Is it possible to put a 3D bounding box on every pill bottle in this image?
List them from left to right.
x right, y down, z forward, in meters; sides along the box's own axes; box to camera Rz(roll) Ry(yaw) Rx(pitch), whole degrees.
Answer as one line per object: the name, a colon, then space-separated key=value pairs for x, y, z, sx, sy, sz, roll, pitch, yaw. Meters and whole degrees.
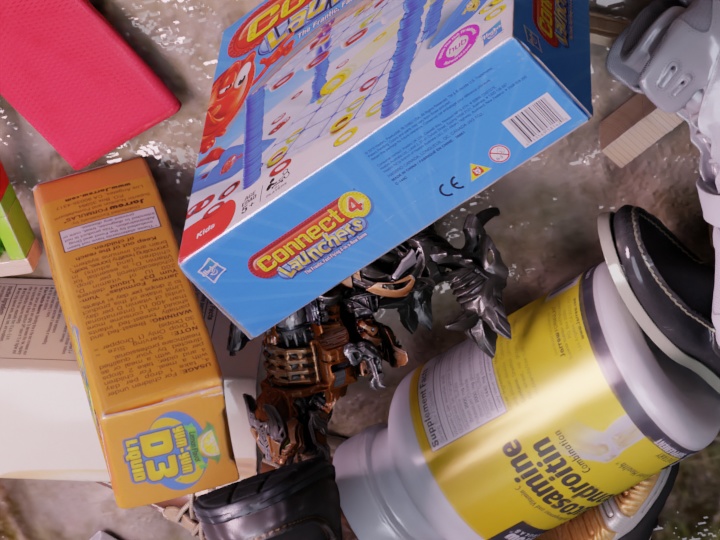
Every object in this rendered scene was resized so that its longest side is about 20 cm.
pill bottle: x=0.086 y=0.085 z=1.362 sx=0.199 sy=0.112 sz=0.112 roll=-31 pitch=120 yaw=25

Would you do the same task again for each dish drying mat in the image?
dish drying mat: x=-0.180 y=-0.135 z=1.270 sx=0.076 sy=0.018 sz=0.200 roll=-28 pitch=122 yaw=26

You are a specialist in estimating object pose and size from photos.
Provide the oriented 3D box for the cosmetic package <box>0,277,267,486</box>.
cosmetic package: x=-0.147 y=0.059 z=1.360 sx=0.198 sy=0.105 sz=0.072 roll=3 pitch=119 yaw=4

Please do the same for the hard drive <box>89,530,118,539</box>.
hard drive: x=-0.114 y=0.250 z=1.560 sx=0.199 sy=0.026 sz=0.132 roll=32 pitch=123 yaw=-20

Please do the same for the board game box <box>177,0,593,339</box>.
board game box: x=0.014 y=-0.092 z=1.176 sx=0.199 sy=0.197 sz=0.056 roll=-33 pitch=119 yaw=26

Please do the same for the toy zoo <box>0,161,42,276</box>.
toy zoo: x=-0.260 y=-0.074 z=1.311 sx=0.130 sy=0.021 sz=0.201 roll=-6 pitch=128 yaw=19

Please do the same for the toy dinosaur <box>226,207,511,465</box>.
toy dinosaur: x=0.000 y=0.000 z=1.286 sx=0.135 sy=0.102 sz=0.201 roll=7 pitch=116 yaw=-30

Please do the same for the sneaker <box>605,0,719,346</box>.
sneaker: x=0.173 y=-0.062 z=1.229 sx=0.114 sy=0.075 sz=0.202 roll=10 pitch=101 yaw=-12

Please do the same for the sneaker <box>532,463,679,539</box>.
sneaker: x=0.139 y=0.159 z=1.454 sx=0.087 sy=0.076 sz=0.201 roll=11 pitch=132 yaw=-25

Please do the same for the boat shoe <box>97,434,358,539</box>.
boat shoe: x=-0.072 y=0.120 z=1.426 sx=0.198 sy=0.072 sz=0.076 roll=13 pitch=128 yaw=-6

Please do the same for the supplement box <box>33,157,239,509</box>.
supplement box: x=-0.114 y=0.028 z=1.272 sx=0.068 sy=0.200 sz=0.067 roll=-15 pitch=128 yaw=-10

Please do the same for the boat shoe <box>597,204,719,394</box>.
boat shoe: x=0.194 y=0.021 z=1.318 sx=0.067 sy=0.072 sz=0.200 roll=-31 pitch=129 yaw=26

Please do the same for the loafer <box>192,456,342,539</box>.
loafer: x=-0.037 y=0.138 z=1.267 sx=0.072 sy=0.200 sz=0.073 roll=-17 pitch=81 yaw=5

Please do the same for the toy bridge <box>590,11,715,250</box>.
toy bridge: x=0.151 y=-0.081 z=1.282 sx=0.200 sy=0.027 sz=0.067 roll=38 pitch=121 yaw=-24
